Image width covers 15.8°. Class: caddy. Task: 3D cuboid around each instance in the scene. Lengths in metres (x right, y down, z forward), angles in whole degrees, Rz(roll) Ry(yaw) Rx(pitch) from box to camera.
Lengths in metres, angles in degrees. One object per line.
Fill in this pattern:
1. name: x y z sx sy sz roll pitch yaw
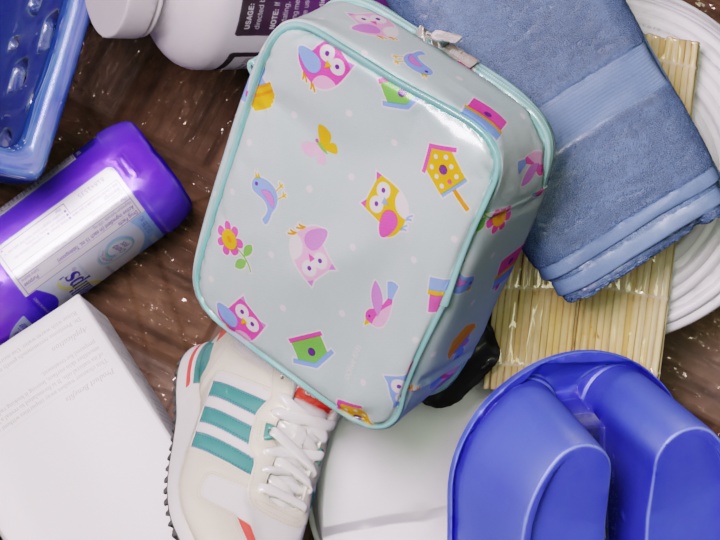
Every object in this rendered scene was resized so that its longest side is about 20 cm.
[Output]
1. caddy: 0.118 0.143 1.367 0.141 0.105 0.200 -6 109 -21

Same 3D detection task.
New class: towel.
1. towel: 0.101 -0.091 1.340 0.112 0.049 0.200 -30 102 0

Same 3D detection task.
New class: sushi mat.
1. sushi mat: 0.123 -0.030 1.385 0.096 0.012 0.200 6 97 2

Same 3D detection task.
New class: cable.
1. cable: 0.136 -0.057 1.423 0.200 0.069 0.200 -1 94 4

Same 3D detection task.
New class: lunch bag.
1. lunch bag: 0.002 -0.035 1.317 0.160 0.077 0.200 35 123 21

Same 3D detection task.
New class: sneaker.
1. sneaker: -0.048 0.088 1.375 0.070 0.200 0.093 36 118 -29

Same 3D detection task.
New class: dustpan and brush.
1. dustpan and brush: 0.027 0.057 1.446 0.139 0.057 0.200 -9 86 -8

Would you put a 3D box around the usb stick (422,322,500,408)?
1. usb stick: 0.000 0.000 1.427 0.055 0.033 0.200 -49 56 4

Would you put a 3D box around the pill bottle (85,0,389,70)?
1. pill bottle: -0.041 -0.163 1.368 0.200 0.112 0.113 -3 79 -25

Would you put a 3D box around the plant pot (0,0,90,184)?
1. plant pot: -0.261 -0.157 1.416 0.200 0.180 0.200 16 82 -19

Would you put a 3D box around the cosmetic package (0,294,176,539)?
1. cosmetic package: -0.142 0.127 1.429 0.113 0.081 0.200 -32 80 -1

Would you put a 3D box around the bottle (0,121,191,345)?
1. bottle: -0.190 -0.002 1.452 0.200 0.084 0.065 -37 80 -3
